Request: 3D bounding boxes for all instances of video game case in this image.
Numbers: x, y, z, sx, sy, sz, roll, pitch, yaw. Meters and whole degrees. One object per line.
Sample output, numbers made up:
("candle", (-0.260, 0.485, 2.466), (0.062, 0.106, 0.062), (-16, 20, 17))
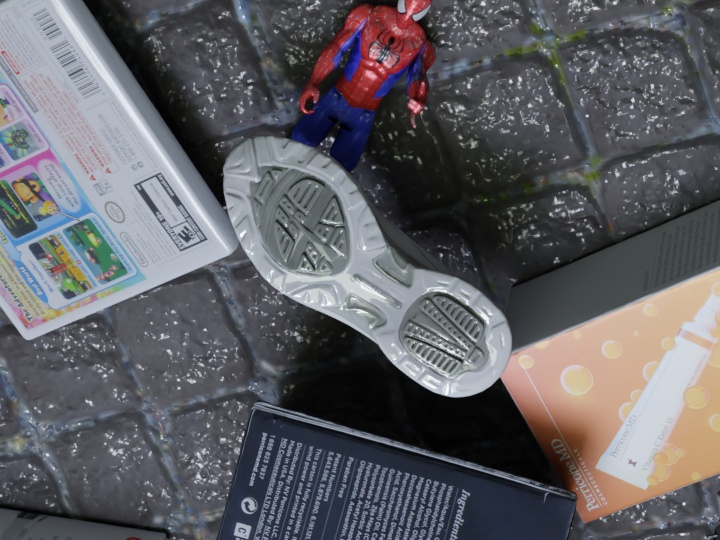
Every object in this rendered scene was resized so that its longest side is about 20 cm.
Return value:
("video game case", (-0.194, -0.066, 1.504), (0.181, 0.024, 0.201), (-22, 111, 34))

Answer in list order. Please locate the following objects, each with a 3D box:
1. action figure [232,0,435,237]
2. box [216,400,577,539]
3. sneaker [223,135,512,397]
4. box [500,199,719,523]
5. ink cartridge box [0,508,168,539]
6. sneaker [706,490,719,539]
("action figure", (-0.014, -0.079, 1.442), (0.065, 0.099, 0.201), (29, 116, -6))
("box", (0.018, 0.169, 1.486), (0.195, 0.200, 0.125), (14, 83, 3))
("sneaker", (0.000, 0.000, 1.425), (0.200, 0.099, 0.078), (43, 91, 2))
("box", (0.197, 0.045, 1.459), (0.199, 0.098, 0.125), (-24, 110, 21))
("ink cartridge box", (-0.238, 0.226, 1.609), (0.199, 0.147, 0.086), (9, 117, 7))
("sneaker", (0.249, 0.182, 1.539), (0.079, 0.074, 0.201), (21, 113, 11))
